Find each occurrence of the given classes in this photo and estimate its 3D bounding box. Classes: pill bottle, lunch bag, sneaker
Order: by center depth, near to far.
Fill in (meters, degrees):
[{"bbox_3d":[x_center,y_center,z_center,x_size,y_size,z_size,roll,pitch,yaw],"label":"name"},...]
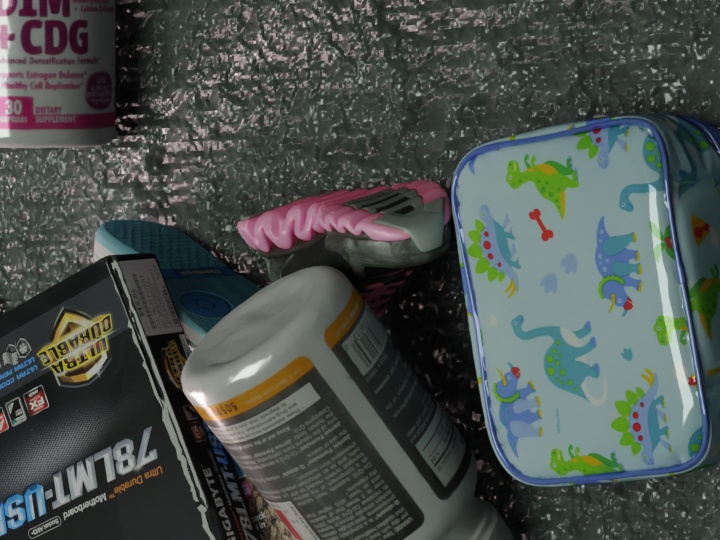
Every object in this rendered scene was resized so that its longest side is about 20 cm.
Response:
[{"bbox_3d":[0.133,0.015,1.315,0.161,0.082,0.200,-11,88,40],"label":"lunch bag"},{"bbox_3d":[-0.004,0.106,1.377,0.116,0.116,0.200,-22,111,40],"label":"pill bottle"},{"bbox_3d":[0.000,0.000,1.419,0.200,0.079,0.095,-2,102,63],"label":"sneaker"},{"bbox_3d":[-0.117,0.060,1.524,0.200,0.079,0.131,41,123,53],"label":"sneaker"},{"bbox_3d":[-0.217,-0.183,1.570,0.113,0.113,0.200,6,99,40],"label":"pill bottle"}]

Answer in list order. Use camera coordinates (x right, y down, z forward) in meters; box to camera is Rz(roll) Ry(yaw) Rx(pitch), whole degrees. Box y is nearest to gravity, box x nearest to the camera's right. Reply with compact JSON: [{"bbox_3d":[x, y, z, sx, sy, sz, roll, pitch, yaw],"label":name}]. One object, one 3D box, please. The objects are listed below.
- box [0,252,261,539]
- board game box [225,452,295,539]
[{"bbox_3d":[-0.175,0.117,1.463,0.200,0.050,0.199,-27,77,31],"label":"box"},{"bbox_3d":[-0.053,0.212,1.484,0.159,0.097,0.200,-24,79,39],"label":"board game box"}]
